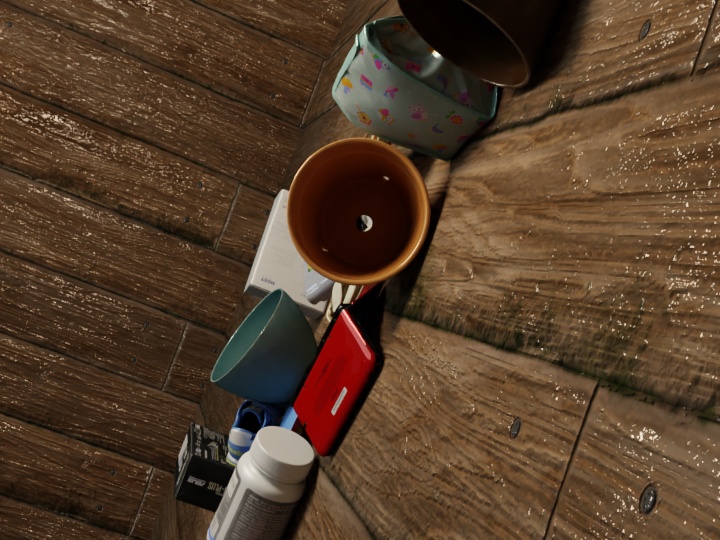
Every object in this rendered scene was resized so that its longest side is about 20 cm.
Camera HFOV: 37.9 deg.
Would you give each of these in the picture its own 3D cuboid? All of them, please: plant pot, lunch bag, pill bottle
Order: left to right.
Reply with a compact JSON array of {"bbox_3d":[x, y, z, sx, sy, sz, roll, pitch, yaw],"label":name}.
[{"bbox_3d":[-0.150,0.347,1.600,0.114,0.112,0.202,-97,30,-67],"label":"pill bottle"},{"bbox_3d":[-0.149,0.151,1.835,0.200,0.134,0.201,-48,14,16],"label":"plant pot"},{"bbox_3d":[0.000,-0.076,1.490,0.140,0.198,0.203,48,-118,-85],"label":"plant pot"},{"bbox_3d":[0.070,-0.249,1.400,0.170,0.198,0.123,136,153,-66],"label":"lunch bag"},{"bbox_3d":[0.172,-0.352,1.227,0.201,0.186,0.187,-56,10,-8],"label":"plant pot"}]

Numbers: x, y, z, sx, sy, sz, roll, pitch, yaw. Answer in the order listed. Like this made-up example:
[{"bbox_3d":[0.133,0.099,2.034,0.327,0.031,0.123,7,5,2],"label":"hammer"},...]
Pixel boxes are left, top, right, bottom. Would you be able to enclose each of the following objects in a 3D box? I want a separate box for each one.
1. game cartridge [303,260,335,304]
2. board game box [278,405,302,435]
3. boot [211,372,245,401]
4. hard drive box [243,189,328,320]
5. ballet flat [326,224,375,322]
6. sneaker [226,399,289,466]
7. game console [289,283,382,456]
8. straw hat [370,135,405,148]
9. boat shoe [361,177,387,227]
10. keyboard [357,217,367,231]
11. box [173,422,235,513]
[{"bbox_3d":[-0.048,-0.052,1.859,0.133,0.040,0.202,-34,43,30],"label":"game cartridge"},{"bbox_3d":[-0.115,0.278,1.749,0.200,0.039,0.159,-54,10,52],"label":"board game box"},{"bbox_3d":[-0.225,0.232,2.070,0.201,0.144,0.071,122,163,-45],"label":"boot"},{"bbox_3d":[-0.118,-0.030,2.013,0.077,0.154,0.202,143,147,-69],"label":"hard drive box"},{"bbox_3d":[0.000,0.000,1.608,0.070,0.069,0.202,-106,37,-72],"label":"ballet flat"},{"bbox_3d":[-0.174,0.259,1.861,0.201,0.073,0.083,-59,-25,-51],"label":"sneaker"},{"bbox_3d":[-0.011,0.145,1.546,0.173,0.117,0.201,55,130,39],"label":"game console"},{"bbox_3d":[0.075,-0.232,1.635,0.201,0.084,0.203,-158,90,-84],"label":"straw hat"},{"bbox_3d":[0.018,-0.102,1.718,0.201,0.066,0.074,-96,29,-66],"label":"boat shoe"},{"bbox_3d":[-0.010,-0.077,1.747,0.128,0.020,0.202,64,-162,-46],"label":"keyboard"},{"bbox_3d":[-0.246,0.366,1.893,0.200,0.162,0.087,-141,72,-77],"label":"box"}]
